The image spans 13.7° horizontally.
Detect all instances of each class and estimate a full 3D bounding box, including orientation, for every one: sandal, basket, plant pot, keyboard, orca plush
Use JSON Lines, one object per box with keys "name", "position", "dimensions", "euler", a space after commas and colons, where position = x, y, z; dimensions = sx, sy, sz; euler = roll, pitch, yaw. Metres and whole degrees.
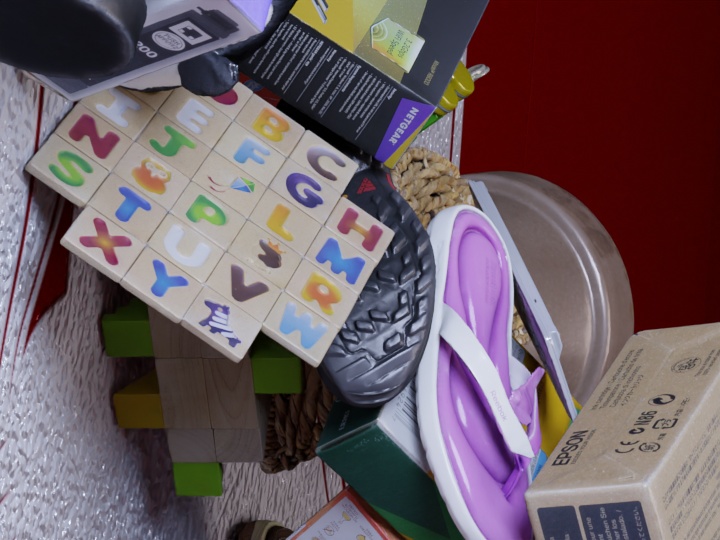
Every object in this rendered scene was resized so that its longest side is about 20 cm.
{"name": "sandal", "position": [0.067, 0.052, 1.539], "dimensions": [0.082, 0.050, 0.203], "euler": [22, 52, -45]}
{"name": "basket", "position": [-0.002, 0.018, 1.755], "dimensions": [0.143, 0.149, 0.200], "euler": [64, 17, 0]}
{"name": "plant pot", "position": [0.057, 0.035, 1.944], "dimensions": [0.175, 0.200, 0.201], "euler": [-2, 99, -63]}
{"name": "keyboard", "position": [0.088, 0.014, 1.636], "dimensions": [0.200, 0.011, 0.056], "euler": [-111, -174, -62]}
{"name": "orca plush", "position": [-0.049, -0.152, 1.422], "dimensions": [0.071, 0.105, 0.200], "euler": [-8, 142, -40]}

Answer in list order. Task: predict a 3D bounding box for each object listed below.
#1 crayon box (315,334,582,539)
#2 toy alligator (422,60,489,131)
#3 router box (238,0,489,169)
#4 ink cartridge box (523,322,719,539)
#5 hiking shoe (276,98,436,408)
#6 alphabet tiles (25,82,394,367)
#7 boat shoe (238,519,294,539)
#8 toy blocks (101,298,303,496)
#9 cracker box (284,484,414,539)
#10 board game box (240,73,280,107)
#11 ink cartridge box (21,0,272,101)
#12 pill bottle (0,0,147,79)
{"name": "crayon box", "position": [0.072, 0.107, 1.599], "dimensions": [0.200, 0.052, 0.126], "euler": [44, 41, -22]}
{"name": "toy alligator", "position": [0.034, -0.119, 1.852], "dimensions": [0.054, 0.059, 0.200], "euler": [54, 22, -4]}
{"name": "router box", "position": [-0.011, -0.163, 1.592], "dimensions": [0.052, 0.157, 0.200], "euler": [-53, -173, 38]}
{"name": "ink cartridge box", "position": [0.166, 0.141, 1.568], "dimensions": [0.200, 0.075, 0.165], "euler": [-47, 126, -58]}
{"name": "hiking shoe", "position": [0.000, 0.000, 1.566], "dimensions": [0.101, 0.076, 0.200], "euler": [84, -1, -52]}
{"name": "alphabet tiles", "position": [-0.069, -0.034, 1.452], "dimensions": [0.006, 0.166, 0.200], "euler": [-54, -177, 33]}
{"name": "boat shoe", "position": [-0.028, 0.208, 1.891], "dimensions": [0.202, 0.075, 0.075], "euler": [60, 40, -68]}
{"name": "toy blocks", "position": [-0.077, 0.001, 1.589], "dimensions": [0.137, 0.100, 0.200], "euler": [-84, 172, -49]}
{"name": "cracker box", "position": [-0.015, 0.164, 1.674], "dimensions": [0.200, 0.058, 0.134], "euler": [-42, 176, 38]}
{"name": "board game box", "position": [-0.037, -0.061, 1.783], "dimensions": [0.200, 0.040, 0.153], "euler": [-53, 148, -64]}
{"name": "ink cartridge box", "position": [-0.061, -0.189, 1.338], "dimensions": [0.043, 0.200, 0.199], "euler": [29, 63, -32]}
{"name": "pill bottle", "position": [-0.112, -0.188, 1.266], "dimensions": [0.112, 0.112, 0.200], "euler": [69, 32, -63]}
